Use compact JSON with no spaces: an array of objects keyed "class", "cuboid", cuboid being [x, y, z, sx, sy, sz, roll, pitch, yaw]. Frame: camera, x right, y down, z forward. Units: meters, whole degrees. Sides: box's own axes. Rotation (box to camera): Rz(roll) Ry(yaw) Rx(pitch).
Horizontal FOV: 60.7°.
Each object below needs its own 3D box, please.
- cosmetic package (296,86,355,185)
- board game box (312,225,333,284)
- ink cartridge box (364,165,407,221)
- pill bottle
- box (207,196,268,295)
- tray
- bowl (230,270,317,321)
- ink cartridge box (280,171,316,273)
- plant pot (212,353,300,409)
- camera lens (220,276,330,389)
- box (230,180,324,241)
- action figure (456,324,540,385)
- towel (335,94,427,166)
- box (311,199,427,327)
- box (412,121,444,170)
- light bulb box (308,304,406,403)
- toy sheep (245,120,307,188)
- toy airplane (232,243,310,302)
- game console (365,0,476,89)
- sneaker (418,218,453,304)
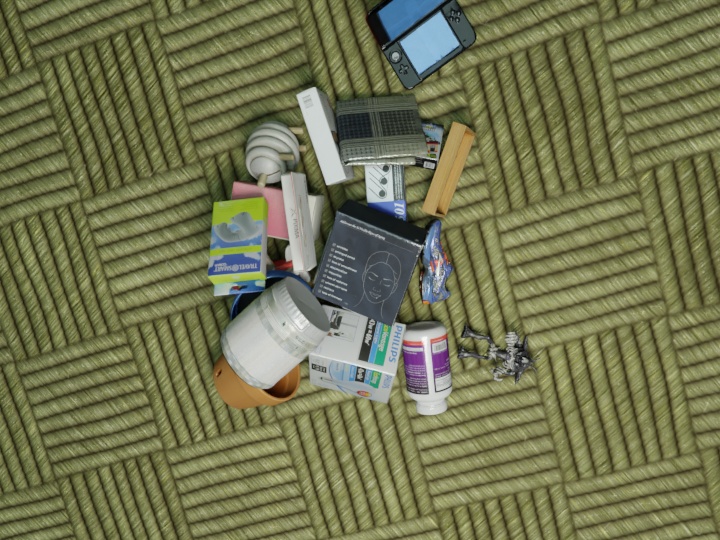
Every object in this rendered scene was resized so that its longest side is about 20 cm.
[{"class":"cosmetic package","cuboid":[-0.074,-0.298,1.383,0.051,0.151,0.204,-18,97,8]},{"class":"board game box","cuboid":[0.000,0.000,1.453,0.196,0.040,0.155,24,117,2]},{"class":"ink cartridge box","cuboid":[0.062,-0.173,1.440,0.091,0.044,0.206,-3,98,8]},{"class":"pill bottle","cuboid":[0.158,0.229,1.454,0.109,0.112,0.206,-6,98,7]},{"class":"box","cuboid":[-0.260,-0.053,1.314,0.119,0.048,0.205,-5,66,7]},{"class":"tray","cuboid":[0.199,-0.224,1.388,0.036,0.098,0.204,24,101,20]},{"class":"bowl","cuboid":[-0.191,0.090,1.372,0.195,0.040,0.205,-7,122,-11]},{"class":"ink cartridge box","cuboid":[-0.133,-0.099,1.277,0.042,0.174,0.206,-6,96,6]},{"class":"plant pot","cuboid":[-0.257,0.240,1.472,0.139,0.200,0.203,-30,95,27]},{"class":"camera lens","cuboid":[-0.180,0.132,1.280,0.199,0.160,0.161,-40,93,12]},{"class":"box","cuboid":[-0.193,-0.137,1.431,0.195,0.128,0.112,10,98,4]},{"class":"action figure","cuboid":[0.329,0.198,1.438,0.195,0.102,0.122,15,88,5]},{"class":"towel","cuboid":[0.045,-0.310,1.366,0.194,0.035,0.196,-5,56,-3]},{"class":"box","cuboid":[0.021,-0.019,1.346,0.196,0.124,0.200,22,113,4]},{"class":"box","cuboid":[0.085,-0.296,1.393,0.195,0.035,0.112,11,59,4]},{"class":"light bulb box","cuboid":[-0.009,0.195,1.411,0.195,0.200,0.127,13,61,4]},{"class":"toy sheep","cuboid":[-0.197,-0.265,1.395,0.134,0.203,0.140,7,138,7]},{"class":"toy airplane","cuboid":[-0.215,0.022,1.413,0.197,0.142,0.201,28,132,7]},{"class":"game console","cuboid":[0.137,-0.528,1.343,0.198,0.119,0.174,-33,93,10]},{"class":"sneaker","cuboid":[0.179,-0.021,1.443,0.076,0.076,0.205,-1,106,-3]}]
